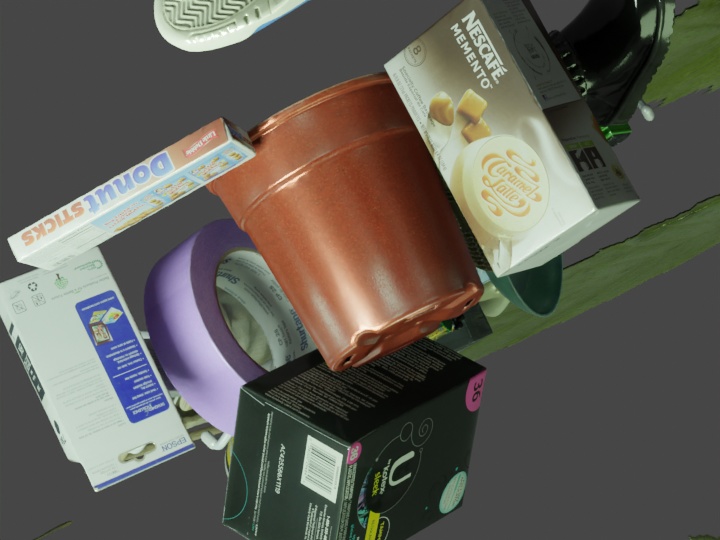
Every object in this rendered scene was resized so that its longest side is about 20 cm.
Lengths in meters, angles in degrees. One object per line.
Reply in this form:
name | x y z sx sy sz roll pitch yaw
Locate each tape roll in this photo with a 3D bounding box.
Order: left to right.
tape roll | -0.105 0.054 1.722 0.066 0.201 0.200 -34 167 31

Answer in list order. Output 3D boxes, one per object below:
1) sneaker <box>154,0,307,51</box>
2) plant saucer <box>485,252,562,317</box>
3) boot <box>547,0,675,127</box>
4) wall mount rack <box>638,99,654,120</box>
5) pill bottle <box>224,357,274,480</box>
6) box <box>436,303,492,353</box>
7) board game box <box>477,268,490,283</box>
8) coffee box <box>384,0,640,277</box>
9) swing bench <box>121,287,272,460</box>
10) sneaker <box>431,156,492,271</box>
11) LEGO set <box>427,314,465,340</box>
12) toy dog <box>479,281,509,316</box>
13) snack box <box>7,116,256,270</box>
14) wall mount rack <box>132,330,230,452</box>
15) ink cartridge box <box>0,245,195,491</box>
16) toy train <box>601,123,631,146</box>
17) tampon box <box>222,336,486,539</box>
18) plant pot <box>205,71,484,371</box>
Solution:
sneaker | -0.024 -0.187 1.136 0.199 0.077 0.111 -36 158 10
plant saucer | 0.155 -0.047 1.917 0.036 0.201 0.200 -13 176 25
boot | 0.171 -0.186 1.577 0.157 0.080 0.212 -7 142 -17
wall mount rack | 0.186 -0.177 1.713 0.199 0.075 0.174 -29 136 7
pill bottle | -0.069 0.153 1.891 0.111 0.112 0.200 -21 153 -28
box | 0.025 0.104 1.991 0.158 0.049 0.200 -23 172 -38
board game box | 0.026 -0.014 1.898 0.199 0.152 0.037 -26 -149 1
coffee box | 0.121 -0.112 1.495 0.114 0.201 0.080 -34 168 35
swing bench | -0.163 0.093 1.953 0.200 0.130 0.198 -36 165 38
sneaker | 0.105 -0.094 1.753 0.070 0.201 0.076 12 -131 34
LEGO set | 0.000 0.000 1.777 0.115 0.200 0.154 -29 -160 16
toy dog | 0.080 -0.010 2.029 0.199 0.140 0.194 -14 169 -35
snack box | -0.181 -0.059 1.487 0.199 0.024 0.072 -29 168 8
wall mount rack | -0.203 0.092 1.729 0.199 0.174 0.075 4 129 -53
ink cartridge box | -0.227 0.086 1.582 0.099 0.201 0.039 -21 164 -24
toy train | 0.220 -0.149 1.938 0.042 0.057 0.200 -35 167 35
tampon box | -0.003 0.156 1.639 0.200 0.126 0.151 -24 131 -46
plant pot | -0.001 -0.033 1.581 0.200 0.196 0.201 -26 169 -6
